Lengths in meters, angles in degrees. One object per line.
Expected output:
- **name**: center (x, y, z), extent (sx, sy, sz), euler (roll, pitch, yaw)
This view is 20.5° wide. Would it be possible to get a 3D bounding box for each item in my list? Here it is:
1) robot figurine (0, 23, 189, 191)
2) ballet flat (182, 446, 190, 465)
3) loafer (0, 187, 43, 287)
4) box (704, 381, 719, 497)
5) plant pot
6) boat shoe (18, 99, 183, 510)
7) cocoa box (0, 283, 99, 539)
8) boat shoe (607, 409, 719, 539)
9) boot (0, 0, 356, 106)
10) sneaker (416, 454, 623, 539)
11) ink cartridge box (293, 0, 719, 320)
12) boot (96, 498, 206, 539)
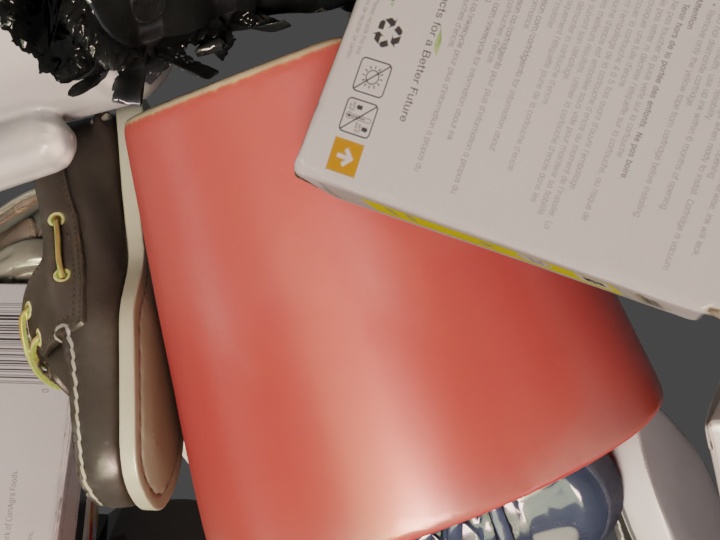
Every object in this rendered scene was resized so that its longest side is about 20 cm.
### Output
- **robot figurine**: center (-0.154, -0.113, 0.836), extent (0.198, 0.113, 0.172), euler (-11, 68, 25)
- **ballet flat**: center (-0.067, 0.073, 0.917), extent (0.069, 0.069, 0.201), euler (-30, 100, 29)
- **loafer**: center (-0.194, 0.022, 0.950), extent (0.199, 0.063, 0.072), euler (-28, 133, 32)
- **box**: center (0.245, 0.080, 0.770), extent (0.198, 0.101, 0.114), euler (-5, 110, 23)
- **plant pot**: center (0.000, 0.000, 0.792), extent (0.199, 0.200, 0.179), euler (-18, 96, 27)
- **boat shoe**: center (-0.109, 0.016, 0.823), extent (0.060, 0.203, 0.072), euler (-10, 139, 4)
- **cocoa box**: center (-0.186, 0.122, 0.862), extent (0.132, 0.202, 0.132), euler (1, 142, -1)
- **boat shoe**: center (0.140, 0.154, 0.864), extent (0.056, 0.069, 0.201), euler (-18, 107, 27)
- **boot**: center (-0.069, -0.168, 0.737), extent (0.073, 0.161, 0.200), euler (-4, 102, 56)
- **sneaker**: center (0.015, 0.128, 0.828), extent (0.199, 0.082, 0.071), euler (-26, 93, 23)
- **ink cartridge box**: center (0.100, -0.092, 0.654), extent (0.198, 0.047, 0.199), euler (20, 88, 22)
- **boot**: center (-0.155, 0.157, 0.982), extent (0.198, 0.074, 0.076), euler (2, 123, 18)
